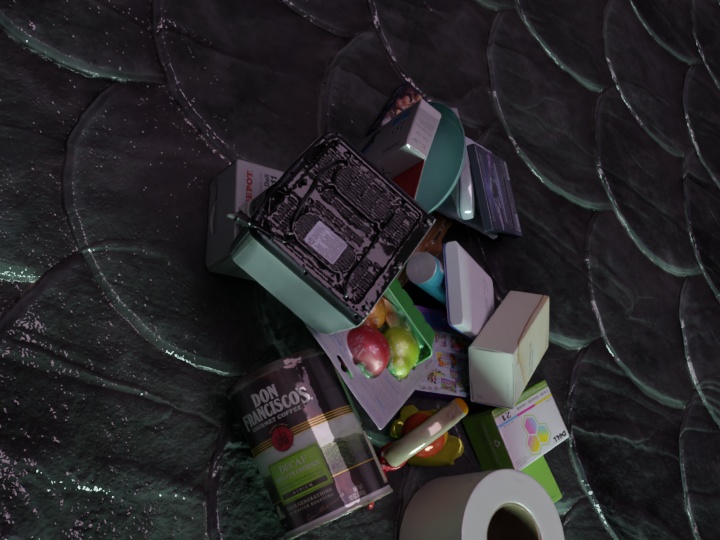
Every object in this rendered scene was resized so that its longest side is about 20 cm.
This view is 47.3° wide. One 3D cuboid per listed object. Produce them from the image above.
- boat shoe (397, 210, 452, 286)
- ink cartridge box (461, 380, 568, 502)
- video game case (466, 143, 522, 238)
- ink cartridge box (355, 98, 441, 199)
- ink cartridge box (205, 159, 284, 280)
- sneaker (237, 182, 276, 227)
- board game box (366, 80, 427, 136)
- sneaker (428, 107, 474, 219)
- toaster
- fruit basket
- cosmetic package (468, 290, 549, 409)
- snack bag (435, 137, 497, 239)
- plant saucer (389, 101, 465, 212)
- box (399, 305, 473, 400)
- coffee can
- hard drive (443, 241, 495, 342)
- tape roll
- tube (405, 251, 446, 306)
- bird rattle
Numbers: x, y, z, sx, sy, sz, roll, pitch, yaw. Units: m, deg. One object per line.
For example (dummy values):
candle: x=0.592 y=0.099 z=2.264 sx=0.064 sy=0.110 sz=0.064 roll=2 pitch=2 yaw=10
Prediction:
boat shoe: x=0.100 y=-0.039 z=1.326 sx=0.068 sy=0.072 sz=0.200 roll=41 pitch=54 yaw=-17
ink cartridge box: x=0.271 y=0.300 z=1.329 sx=0.148 sy=0.076 sz=0.200 roll=-20 pitch=85 yaw=-40
video game case: x=0.229 y=-0.130 z=1.391 sx=0.200 sy=0.019 sz=0.143 roll=2 pitch=75 yaw=-65
ink cartridge box: x=0.024 y=-0.140 z=1.223 sx=0.045 sy=0.200 sz=0.176 roll=33 pitch=57 yaw=-23
ink cartridge box: x=-0.110 y=-0.057 z=1.168 sx=0.200 sy=0.083 sz=0.147 roll=12 pitch=66 yaw=-32
sneaker: x=-0.062 y=-0.093 z=1.105 sx=0.200 sy=0.087 sz=0.074 roll=-15 pitch=82 yaw=-39
board game box: x=0.115 y=-0.214 z=1.426 sx=0.200 sy=0.035 sz=0.136 roll=42 pitch=53 yaw=-18
sneaker: x=0.138 y=-0.166 z=1.313 sx=0.073 sy=0.071 sz=0.200 roll=64 pitch=16 yaw=-61
toaster: x=-0.042 y=-0.046 z=0.979 sx=0.200 sy=0.119 sz=0.181 roll=40 pitch=62 yaw=-9
fruit basket: x=0.010 y=0.093 z=1.092 sx=0.185 sy=0.094 sz=0.200 roll=54 pitch=38 yaw=-1
cosmetic package: x=0.242 y=0.123 z=1.323 sx=0.200 sy=0.073 sz=0.104 roll=-44 pitch=135 yaw=-52
snack bag: x=0.157 y=-0.164 z=1.391 sx=0.200 sy=0.021 sz=0.189 roll=22 pitch=56 yaw=-33
plant saucer: x=0.088 y=-0.166 z=1.286 sx=0.027 sy=0.200 sz=0.200 roll=22 pitch=61 yaw=-43
box: x=0.089 y=0.125 z=1.279 sx=0.200 sy=0.039 sz=0.137 roll=14 pitch=65 yaw=-33
coffee can: x=-0.065 y=0.216 z=1.041 sx=0.146 sy=0.146 sz=0.200 roll=-14 pitch=73 yaw=-39
hard drive: x=0.179 y=0.047 z=1.321 sx=0.200 sy=0.025 sz=0.132 roll=35 pitch=49 yaw=-60
tape roll: x=0.175 y=0.392 z=1.182 sx=0.202 sy=0.139 sz=0.203 roll=13 pitch=67 yaw=-33
tube: x=0.137 y=0.025 z=1.315 sx=0.200 sy=0.050 sz=0.078 roll=33 pitch=58 yaw=-56
bird rattle: x=0.068 y=0.237 z=1.156 sx=0.200 sy=0.163 sz=0.113 roll=-10 pitch=62 yaw=-48
